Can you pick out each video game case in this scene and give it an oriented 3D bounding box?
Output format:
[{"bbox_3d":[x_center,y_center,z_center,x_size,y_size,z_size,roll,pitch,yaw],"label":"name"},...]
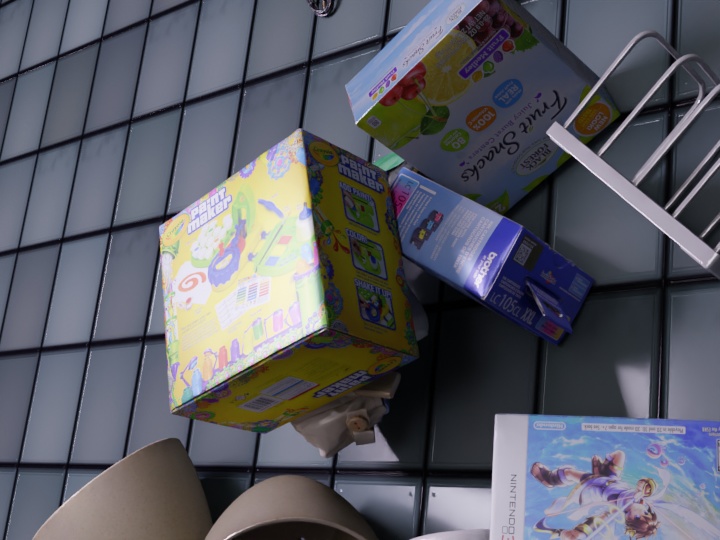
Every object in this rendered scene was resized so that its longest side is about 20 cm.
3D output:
[{"bbox_3d":[0.199,0.208,0.863,0.197,0.045,0.184,-1,73,16],"label":"video game case"}]

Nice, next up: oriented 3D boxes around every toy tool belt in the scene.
[{"bbox_3d":[-0.005,0.085,1.122,0.122,0.125,0.201,-31,26,22],"label":"toy tool belt"}]

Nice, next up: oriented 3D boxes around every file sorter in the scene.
[{"bbox_3d":[0.279,-0.083,0.895,0.125,0.138,0.200,-51,46,12],"label":"file sorter"}]

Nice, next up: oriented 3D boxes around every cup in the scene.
[{"bbox_3d":[-0.068,0.278,1.065,0.201,0.199,0.144,-51,19,16],"label":"cup"},{"bbox_3d":[-0.235,0.302,1.205,0.200,0.200,0.144,-47,75,19],"label":"cup"}]

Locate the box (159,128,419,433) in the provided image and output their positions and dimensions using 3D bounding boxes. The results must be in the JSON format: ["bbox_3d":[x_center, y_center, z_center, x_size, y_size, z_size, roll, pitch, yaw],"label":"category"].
[{"bbox_3d":[-0.071,0.016,1.004,0.199,0.121,0.195,-29,57,34],"label":"box"}]

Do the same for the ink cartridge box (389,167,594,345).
[{"bbox_3d":[0.119,-0.008,1.015,0.199,0.136,0.077,30,90,45],"label":"ink cartridge box"}]

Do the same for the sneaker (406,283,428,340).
[{"bbox_3d":[0.000,0.000,1.071,0.200,0.076,0.081,43,133,44],"label":"sneaker"}]

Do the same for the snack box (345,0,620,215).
[{"bbox_3d":[0.114,-0.158,1.032,0.168,0.199,0.068,-42,39,25],"label":"snack box"}]

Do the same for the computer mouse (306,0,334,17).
[{"bbox_3d":[-0.044,-0.414,1.416,0.058,0.034,0.203,-4,76,25],"label":"computer mouse"}]

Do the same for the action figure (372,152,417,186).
[{"bbox_3d":[0.005,-0.078,1.196,0.199,0.055,0.118,-38,6,10],"label":"action figure"}]

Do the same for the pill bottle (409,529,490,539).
[{"bbox_3d":[0.090,0.328,0.929,0.110,0.110,0.202,-25,58,35],"label":"pill bottle"}]
